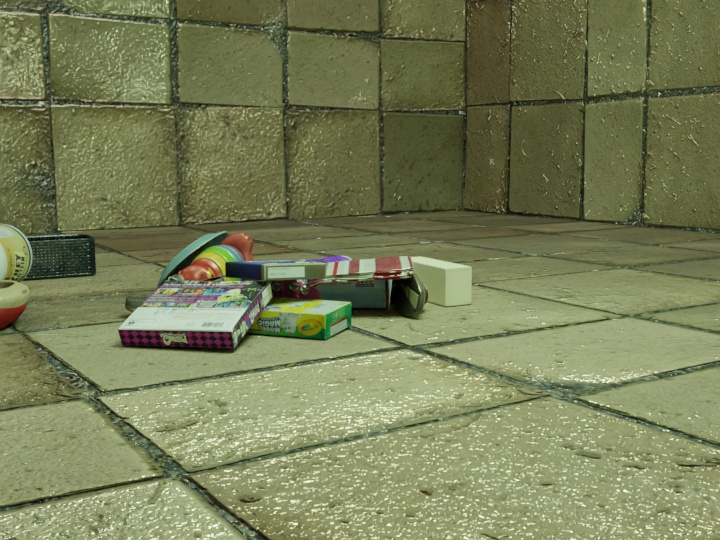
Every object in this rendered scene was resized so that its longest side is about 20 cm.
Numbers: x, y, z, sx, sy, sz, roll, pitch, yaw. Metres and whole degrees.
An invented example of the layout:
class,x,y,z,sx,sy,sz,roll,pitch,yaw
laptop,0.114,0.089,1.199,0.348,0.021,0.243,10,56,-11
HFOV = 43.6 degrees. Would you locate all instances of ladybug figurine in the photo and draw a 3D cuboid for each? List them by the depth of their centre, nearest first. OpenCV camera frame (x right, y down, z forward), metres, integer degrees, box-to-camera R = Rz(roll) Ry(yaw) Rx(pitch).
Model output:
class,x,y,z,sx,sy,sz,roll,pitch,yaw
ladybug figurine,-0.653,0.063,1.579,0.134,0.073,0.200,0,7,-5

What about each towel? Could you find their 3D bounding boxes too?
class,x,y,z,sx,sy,sz,roll,pitch,yaw
towel,0.000,0.000,1.687,0.197,0.023,0.144,-5,11,1

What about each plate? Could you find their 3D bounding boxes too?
class,x,y,z,sx,sy,sz,roll,pitch,yaw
plate,-0.366,-0.024,1.923,0.200,0.026,0.200,-42,-3,-2

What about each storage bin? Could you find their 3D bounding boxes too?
class,x,y,z,sx,sy,sz,roll,pitch,yaw
storage bin,-0.767,-0.035,2.233,0.198,0.095,0.135,-3,8,-28

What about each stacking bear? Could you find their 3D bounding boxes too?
class,x,y,z,sx,sy,sz,roll,pitch,yaw
stacking bear,-0.305,0.009,1.857,0.113,0.123,0.200,-12,11,25

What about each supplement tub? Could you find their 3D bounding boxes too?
class,x,y,z,sx,sy,sz,roll,pitch,yaw
supplement tub,-0.811,-0.022,1.938,0.142,0.146,0.200,0,8,3

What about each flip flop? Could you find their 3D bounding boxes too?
class,x,y,z,sx,sy,sz,roll,pitch,yaw
flip flop,0.098,0.045,1.720,0.057,0.082,0.200,13,0,-9

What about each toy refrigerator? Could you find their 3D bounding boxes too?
class,x,y,z,sx,sy,sz,roll,pitch,yaw
toy refrigerator,0.151,0.020,1.853,0.069,0.077,0.199,-4,8,-27

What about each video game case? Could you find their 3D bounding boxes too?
class,x,y,z,sx,sy,sz,roll,pitch,yaw
video game case,-0.266,0.068,1.471,0.197,0.036,0.182,0,25,15

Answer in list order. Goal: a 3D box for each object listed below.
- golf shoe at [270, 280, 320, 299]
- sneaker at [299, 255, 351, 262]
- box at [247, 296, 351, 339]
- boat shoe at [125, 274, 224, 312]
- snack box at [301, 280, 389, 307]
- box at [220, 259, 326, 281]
class,x,y,z,sx,sy,sz,roll,pitch,yaw
golf shoe,-0.172,0.049,1.675,0.197,0.076,0.092,0,4,-3
sneaker,-0.107,0.010,1.970,0.198,0.071,0.099,-6,2,39
box,-0.127,0.079,1.542,0.198,0.049,0.117,5,10,22
boat shoe,-0.347,0.043,1.705,0.198,0.074,0.074,-4,8,-27
snack box,-0.023,0.029,1.823,0.166,0.069,0.200,-1,6,4
box,-0.161,-0.001,1.608,0.120,0.033,0.199,-2,2,-32
